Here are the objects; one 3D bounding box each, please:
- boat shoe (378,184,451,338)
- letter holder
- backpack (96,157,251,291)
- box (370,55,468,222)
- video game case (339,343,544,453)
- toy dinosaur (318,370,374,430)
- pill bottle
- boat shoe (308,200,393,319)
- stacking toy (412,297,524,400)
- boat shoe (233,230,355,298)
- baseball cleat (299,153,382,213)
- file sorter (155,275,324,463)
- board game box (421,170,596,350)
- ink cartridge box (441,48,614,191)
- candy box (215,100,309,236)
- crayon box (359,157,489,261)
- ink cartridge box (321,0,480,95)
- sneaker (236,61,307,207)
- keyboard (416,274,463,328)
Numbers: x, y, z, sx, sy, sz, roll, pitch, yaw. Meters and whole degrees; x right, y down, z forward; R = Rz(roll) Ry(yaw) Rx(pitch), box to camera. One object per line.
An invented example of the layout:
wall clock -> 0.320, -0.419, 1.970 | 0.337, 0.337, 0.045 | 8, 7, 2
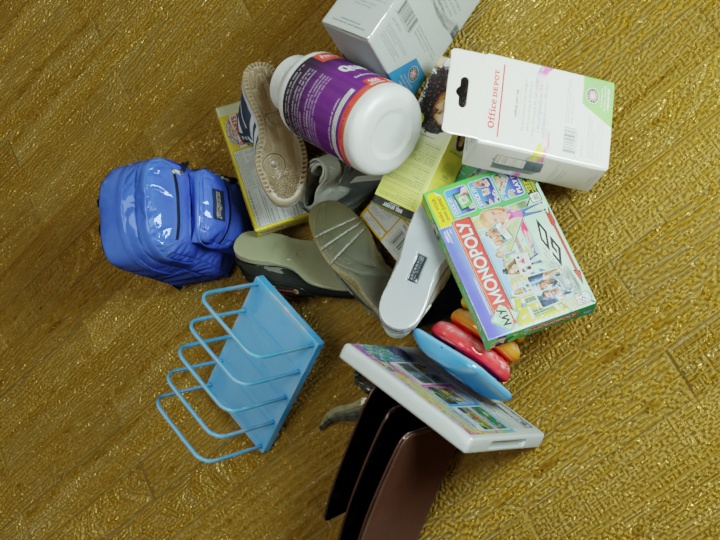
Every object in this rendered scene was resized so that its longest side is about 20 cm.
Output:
boat shoe -> 0.079, -0.008, 1.409 | 0.070, 0.070, 0.201 | 23, 72, 7
letter holder -> 0.022, 0.243, 1.406 | 0.100, 0.142, 0.202 | 32, 114, 30
backpack -> -0.257, -0.078, 1.635 | 0.167, 0.199, 0.164 | -18, 72, 29
box -> 0.091, -0.156, 1.448 | 0.075, 0.050, 0.202 | 25, 93, 37
video game case -> 0.096, 0.147, 1.378 | 0.199, 0.181, 0.024 | 35, 105, 32
toy dinosaur -> 0.020, 0.161, 1.510 | 0.199, 0.047, 0.089 | -5, 86, 35
pill bottle -> -0.025, -0.200, 1.450 | 0.199, 0.112, 0.113 | 33, 100, 42
boat shoe -> 0.001, 0.000, 1.507 | 0.071, 0.066, 0.201 | -35, 70, -14
stacking toy -> 0.166, 0.041, 1.385 | 0.116, 0.110, 0.201 | 29, 83, 42
boat shoe -> -0.077, 0.001, 1.591 | 0.200, 0.063, 0.074 | 14, 48, 22
baseball cleat -> 0.001, -0.143, 1.534 | 0.200, 0.106, 0.070 | -50, 55, 14
file sorter -> -0.167, 0.134, 1.555 | 0.139, 0.122, 0.201 | 45, 124, 29
board game box -> 0.168, -0.021, 1.353 | 0.133, 0.029, 0.201 | -18, 65, -9
ink cartridge box -> 0.186, -0.174, 1.364 | 0.198, 0.067, 0.118 | 12, 69, -8
candy box -> -0.125, -0.151, 1.636 | 0.101, 0.026, 0.202 | -17, 69, -7
crayon box -> 0.107, -0.096, 1.483 | 0.200, 0.051, 0.126 | -48, 56, 15
ink cartridge box -> 0.060, -0.334, 1.472 | 0.083, 0.145, 0.201 | 28, 78, 33
sneaker -> -0.119, -0.165, 1.573 | 0.069, 0.109, 0.202 | -9, 73, -14
keyboard -> 0.152, 0.029, 1.460 | 0.199, 0.021, 0.128 | -23, 65, 29
